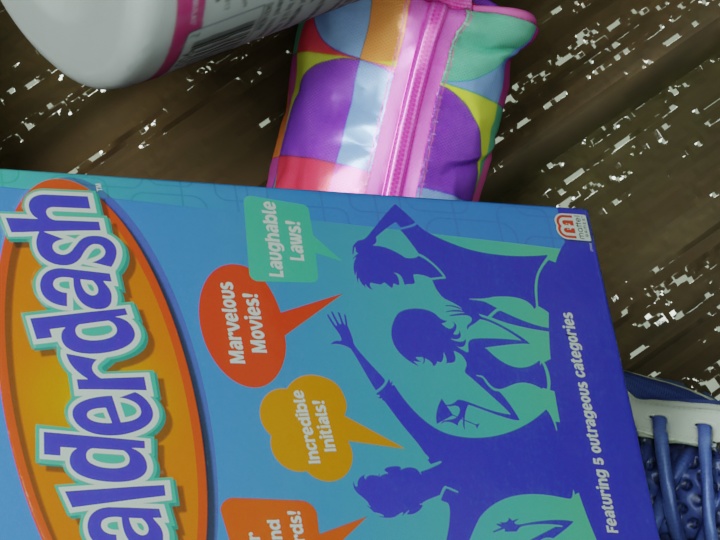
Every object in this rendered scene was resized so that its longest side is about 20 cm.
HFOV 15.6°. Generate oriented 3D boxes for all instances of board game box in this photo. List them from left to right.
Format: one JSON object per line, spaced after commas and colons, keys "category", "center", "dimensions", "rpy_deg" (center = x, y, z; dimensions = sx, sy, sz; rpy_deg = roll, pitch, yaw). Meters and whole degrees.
{"category": "board game box", "center": [-0.023, 0.049, 0.710], "dimensions": [0.200, 0.045, 0.152], "rpy_deg": [3, 55, -18]}

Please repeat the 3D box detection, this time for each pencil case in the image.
{"category": "pencil case", "center": [0.000, 0.000, 0.864], "dimensions": [0.088, 0.088, 0.200], "rpy_deg": [12, 86, -2]}

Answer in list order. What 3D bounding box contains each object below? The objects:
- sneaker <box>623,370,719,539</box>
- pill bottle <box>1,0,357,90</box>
{"category": "sneaker", "center": [0.079, 0.062, 0.807], "dimensions": [0.199, 0.115, 0.081], "rpy_deg": [8, 90, -34]}
{"category": "pill bottle", "center": [-0.013, -0.138, 0.801], "dimensions": [0.200, 0.113, 0.113], "rpy_deg": [-24, 89, -29]}
